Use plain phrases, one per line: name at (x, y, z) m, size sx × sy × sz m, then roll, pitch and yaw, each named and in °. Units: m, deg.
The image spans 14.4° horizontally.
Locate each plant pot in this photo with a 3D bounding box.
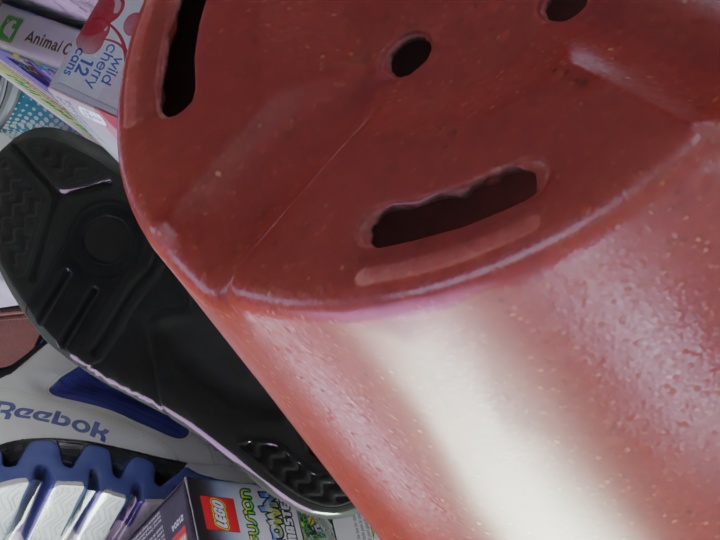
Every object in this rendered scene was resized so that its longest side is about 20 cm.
plant pot at (0.068, -0.001, 0.535) m, size 0.201 × 0.201 × 0.195 m, roll 22°, pitch 160°, yaw 47°

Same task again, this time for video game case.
video game case at (-0.068, -0.050, 1.241) m, size 0.182 × 0.022 × 0.200 m, roll 22°, pitch 169°, yaw 44°

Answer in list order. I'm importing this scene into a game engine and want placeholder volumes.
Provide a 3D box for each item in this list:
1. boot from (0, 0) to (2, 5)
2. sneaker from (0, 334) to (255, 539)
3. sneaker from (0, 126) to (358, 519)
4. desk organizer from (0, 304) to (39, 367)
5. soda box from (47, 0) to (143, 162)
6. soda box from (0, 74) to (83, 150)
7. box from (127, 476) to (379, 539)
boot at (-0.240, -0.115, 1.043) m, size 0.200 × 0.064 × 0.186 m, roll 32°, pitch 130°, yaw -20°
sneaker at (-0.089, 0.071, 1.196) m, size 0.199 × 0.081 × 0.115 m, roll 9°, pitch -137°, yaw -32°
sneaker at (-0.063, 0.018, 1.142) m, size 0.199 × 0.076 × 0.114 m, roll 36°, pitch -173°, yaw 2°
desk organizer at (-0.091, 0.047, 1.298) m, size 0.072 × 0.077 × 0.200 m, roll -9°, pitch -178°, yaw -41°
soda box at (-0.033, -0.043, 0.990) m, size 0.063 × 0.070 × 0.200 m, roll 24°, pitch 170°, yaw 23°
soda box at (-0.141, -0.044, 1.368) m, size 0.064 × 0.068 × 0.200 m, roll 21°, pitch 168°, yaw 41°
box at (-0.070, 0.156, 1.185) m, size 0.110 × 0.035 × 0.200 m, roll 10°, pitch 140°, yaw -33°
